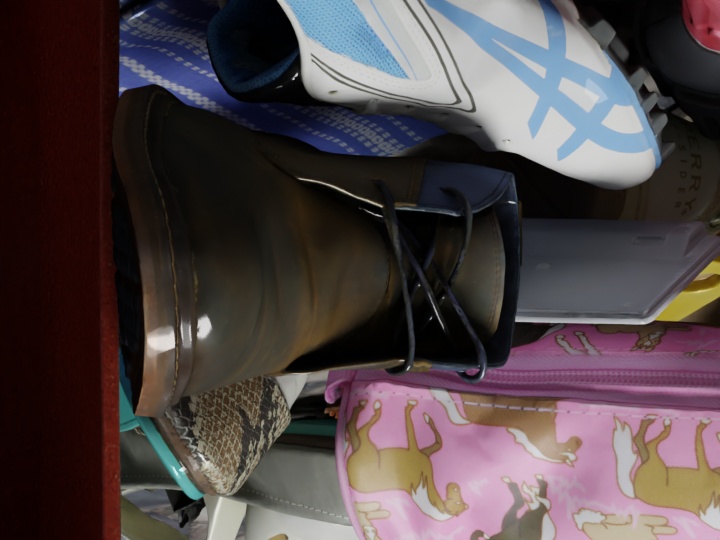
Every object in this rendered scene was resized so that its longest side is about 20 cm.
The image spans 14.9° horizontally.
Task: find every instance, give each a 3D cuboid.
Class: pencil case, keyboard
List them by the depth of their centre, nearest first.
[{"bbox_3d":[0.089,0.046,0.735,0.199,0.087,0.083,1,-162,28],"label":"pencil case"},{"bbox_3d":[0.000,0.000,0.769,0.199,0.011,0.056,1,-152,31],"label":"keyboard"}]

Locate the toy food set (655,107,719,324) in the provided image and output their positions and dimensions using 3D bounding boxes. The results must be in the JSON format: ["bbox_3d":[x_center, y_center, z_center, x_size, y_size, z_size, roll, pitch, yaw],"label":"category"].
[{"bbox_3d":[0.142,-0.002,0.909,0.143,0.061,0.200,8,153,-34],"label":"toy food set"}]

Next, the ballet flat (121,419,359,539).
[{"bbox_3d":[-0.035,0.075,0.943,0.199,0.064,0.067,7,-178,43],"label":"ballet flat"}]

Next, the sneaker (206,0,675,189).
[{"bbox_3d":[0.006,-0.063,0.681,0.073,0.072,0.200,-50,136,10],"label":"sneaker"}]

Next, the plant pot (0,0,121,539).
[{"bbox_3d":[-0.183,0.002,0.666,0.199,0.201,0.176,5,168,-28],"label":"plant pot"}]

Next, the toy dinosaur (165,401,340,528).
[{"bbox_3d":[-0.005,0.082,1.068,0.135,0.102,0.201,-21,140,-5],"label":"toy dinosaur"}]

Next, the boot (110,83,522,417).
[{"bbox_3d":[-0.006,-0.008,0.645,0.096,0.075,0.200,-2,-174,1],"label":"boot"}]

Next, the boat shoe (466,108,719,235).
[{"bbox_3d":[0.048,0.001,0.858,0.062,0.074,0.200,1,166,-25],"label":"boat shoe"}]

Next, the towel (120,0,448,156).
[{"bbox_3d":[-0.055,-0.041,0.801,0.199,0.024,0.145,-20,156,28],"label":"towel"}]

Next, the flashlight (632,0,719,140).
[{"bbox_3d":[0.081,-0.084,0.691,0.068,0.068,0.200,-47,159,-2],"label":"flashlight"}]

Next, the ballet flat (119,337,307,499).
[{"bbox_3d":[-0.049,0.022,0.852,0.075,0.068,0.200,-32,-171,-10],"label":"ballet flat"}]
